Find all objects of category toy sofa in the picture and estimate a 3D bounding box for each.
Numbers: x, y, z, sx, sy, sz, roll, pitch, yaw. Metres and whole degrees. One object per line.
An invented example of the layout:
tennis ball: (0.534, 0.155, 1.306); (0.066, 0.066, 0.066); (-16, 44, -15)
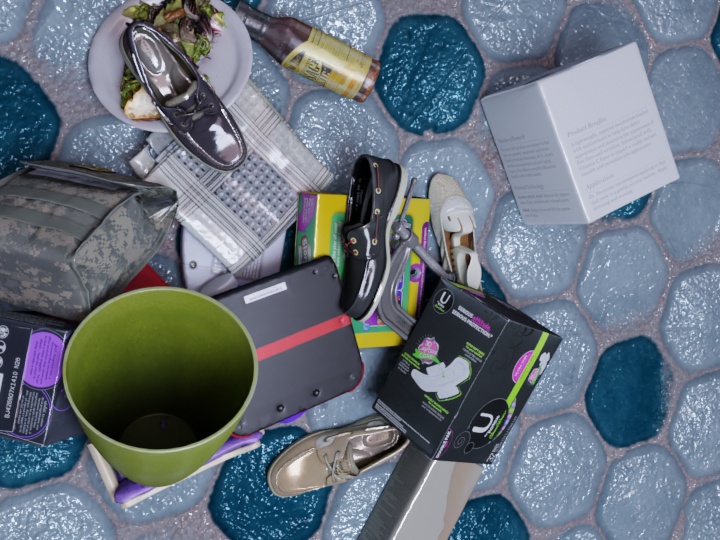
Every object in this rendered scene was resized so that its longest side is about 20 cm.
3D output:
toy sofa: (-0.225, 0.205, 1.004); (0.200, 0.098, 0.083); (-22, 99, -16)

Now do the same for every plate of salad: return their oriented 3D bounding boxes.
plate of salad: (-0.231, -0.262, 0.981); (0.200, 0.048, 0.200); (0, 73, 0)

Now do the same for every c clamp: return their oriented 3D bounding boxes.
c clamp: (0.080, 0.007, 1.053); (0.200, 0.027, 0.171); (50, 60, -48)

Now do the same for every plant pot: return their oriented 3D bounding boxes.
plant pot: (-0.214, 0.150, 0.875); (0.187, 0.200, 0.187); (7, 52, -9)

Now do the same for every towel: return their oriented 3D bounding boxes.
towel: (-0.157, -0.125, 1.013); (0.193, 0.035, 0.200); (-46, 104, -12)

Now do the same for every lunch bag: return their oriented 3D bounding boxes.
lunch bag: (-0.318, -0.053, 0.901); (0.164, 0.118, 0.200); (13, 43, 14)

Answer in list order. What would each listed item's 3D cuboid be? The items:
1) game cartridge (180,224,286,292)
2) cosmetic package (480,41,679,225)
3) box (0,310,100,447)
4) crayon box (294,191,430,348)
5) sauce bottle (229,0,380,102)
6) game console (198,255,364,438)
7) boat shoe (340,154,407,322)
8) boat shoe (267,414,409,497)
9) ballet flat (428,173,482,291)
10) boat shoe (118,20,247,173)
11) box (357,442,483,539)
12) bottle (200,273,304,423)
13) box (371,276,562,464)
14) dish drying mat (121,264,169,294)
game cartridge: (-0.162, -0.058, 1.049); (0.133, 0.042, 0.200); (10, 89, -15)
cosmetic package: (0.301, -0.185, 1.133); (0.165, 0.165, 0.200); (-24, 100, -17)
box: (-0.337, 0.111, 0.898); (0.106, 0.200, 0.122); (11, 88, 7)
crayon box: (0.000, 0.000, 1.066); (0.172, 0.058, 0.200); (0, 99, -31)
sauce bottle: (-0.073, -0.286, 1.057); (0.200, 0.066, 0.066); (23, 85, -13)
game console: (-0.098, 0.093, 0.982); (0.200, 0.031, 0.177); (-21, 102, -23)
boat shoe: (0.003, -0.040, 0.985); (0.063, 0.074, 0.202); (14, 86, -32)
boat shoe: (-0.028, 0.250, 1.089); (0.200, 0.065, 0.072); (-18, 98, -17)
ballet flat: (0.142, -0.040, 1.137); (0.067, 0.062, 0.200); (-13, 96, -26)
boat shoe: (-0.201, -0.195, 0.923); (0.072, 0.065, 0.200); (-36, 104, -4)
box: (0.075, 0.331, 1.113); (0.078, 0.095, 0.200); (31, 83, -18)
bottle: (-0.132, 0.098, 1.025); (0.065, 0.083, 0.200); (-38, 113, -25)
box: (0.140, 0.133, 1.062); (0.148, 0.124, 0.200); (18, 104, -47)
dish drying mat: (-0.267, 0.027, 1.004); (0.200, 0.018, 0.077); (49, 39, -14)
